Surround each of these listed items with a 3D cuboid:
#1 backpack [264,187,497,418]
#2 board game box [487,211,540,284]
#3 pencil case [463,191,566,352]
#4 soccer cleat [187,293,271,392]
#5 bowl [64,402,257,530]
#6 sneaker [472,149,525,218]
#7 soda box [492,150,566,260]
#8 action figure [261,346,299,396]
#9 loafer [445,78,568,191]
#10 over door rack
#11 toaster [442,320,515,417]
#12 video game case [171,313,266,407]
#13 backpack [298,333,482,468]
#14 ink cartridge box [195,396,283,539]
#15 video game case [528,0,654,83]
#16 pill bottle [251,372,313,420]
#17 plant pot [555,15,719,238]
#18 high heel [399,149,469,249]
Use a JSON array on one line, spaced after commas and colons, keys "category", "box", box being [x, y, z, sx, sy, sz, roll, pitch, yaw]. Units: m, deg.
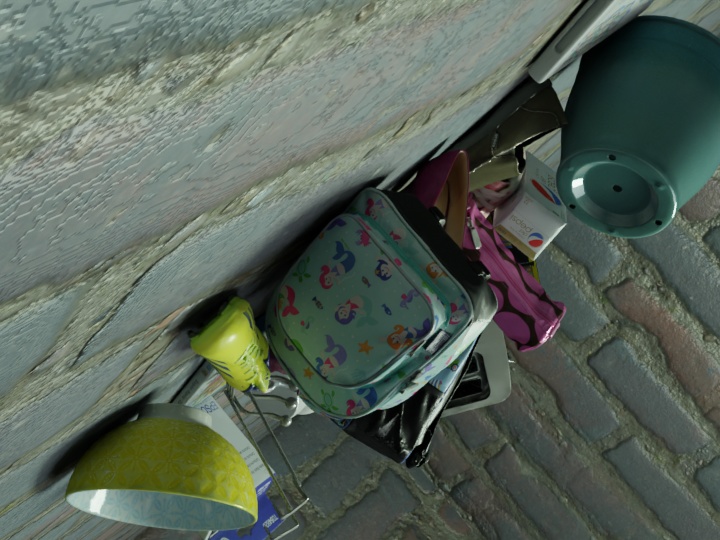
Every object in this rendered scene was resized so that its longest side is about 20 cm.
[{"category": "backpack", "box": [0.006, 0.042, 1.070, 0.200, 0.178, 0.151, -46, 163, 25]}, {"category": "board game box", "box": [0.189, -0.035, 1.588, 0.057, 0.200, 0.165, -5, 165, -13]}, {"category": "pencil case", "box": [0.159, 0.004, 1.311, 0.091, 0.200, 0.094, -47, -169, -22]}, {"category": "soccer cleat", "box": [-0.111, 0.075, 1.043, 0.065, 0.084, 0.200, -39, 174, -7]}, {"category": "bowl", "box": [-0.203, 0.204, 1.189, 0.200, 0.200, 0.108, 129, -30, -62]}, {"category": "sneaker", "box": [0.130, -0.088, 1.376, 0.200, 0.075, 0.105, -48, 180, 0]}, {"category": "soda box", "box": [0.215, -0.086, 1.420, 0.064, 0.068, 0.200, -51, -174, 21]}, {"category": "action figure", "box": [-0.050, 0.118, 1.404, 0.134, 0.149, 0.200, -56, -156, -6]}, {"category": "loafer", "box": [0.146, -0.126, 1.235, 0.200, 0.070, 0.075, -43, 174, 22]}, {"category": "over door rack", "box": [-0.091, 0.173, 1.190, 0.067, 0.200, 0.148, -15, 159, -13]}, {"category": "toaster", "box": [0.098, 0.087, 1.440, 0.200, 0.181, 0.119, -14, -157, 0]}, {"category": "video game case", "box": [-0.151, 0.106, 1.337, 0.143, 0.018, 0.200, -35, 172, -40]}, {"category": "backpack", "box": [0.042, 0.093, 1.231, 0.200, 0.135, 0.183, -59, -168, -3]}, {"category": "ink cartridge box", "box": [-0.180, 0.259, 1.409, 0.041, 0.200, 0.200, -42, 175, 17]}, {"category": "video game case", "box": [0.274, -0.281, 1.114, 0.200, 0.024, 0.182, -37, 173, -33]}, {"category": "pill bottle", "box": [-0.076, 0.150, 1.691, 0.111, 0.111, 0.200, -44, 173, 34]}, {"category": "plant pot", "box": [0.309, -0.146, 1.244, 0.188, 0.200, 0.200, -58, -175, -33]}, {"category": "high heel", "box": [0.087, -0.027, 1.144, 0.067, 0.200, 0.096, 10, 145, -38]}]
